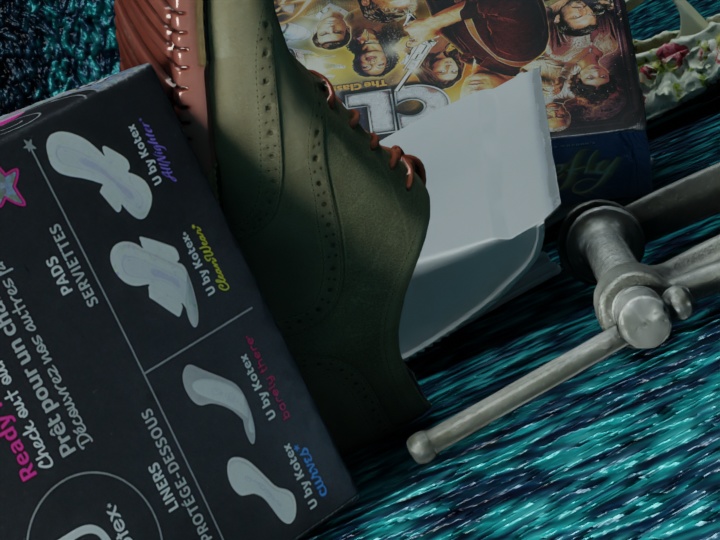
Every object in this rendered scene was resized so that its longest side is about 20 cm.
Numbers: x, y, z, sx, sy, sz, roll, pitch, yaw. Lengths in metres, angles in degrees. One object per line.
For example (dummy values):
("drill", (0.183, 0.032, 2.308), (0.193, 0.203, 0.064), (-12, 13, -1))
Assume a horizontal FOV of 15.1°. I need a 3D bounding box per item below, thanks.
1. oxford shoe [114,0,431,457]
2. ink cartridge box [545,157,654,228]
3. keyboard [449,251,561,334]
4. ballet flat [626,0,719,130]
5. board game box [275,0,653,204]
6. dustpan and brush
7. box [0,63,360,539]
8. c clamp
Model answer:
("oxford shoe", (-0.021, -0.033, 0.745), (0.075, 0.200, 0.071), (-15, 37, -10))
("ink cartridge box", (0.023, -0.038, 1.148), (0.115, 0.068, 0.200), (-30, 7, -23))
("keyboard", (0.000, 0.000, 1.017), (0.056, 0.011, 0.200), (-34, 21, -21))
("ballet flat", (0.158, -0.109, 1.229), (0.199, 0.064, 0.076), (-23, 5, 15))
("board game box", (0.008, -0.074, 1.071), (0.199, 0.035, 0.136), (-6, 41, 2))
("dustpan and brush", (-0.016, 0.014, 0.936), (0.199, 0.057, 0.140), (-23, 23, 10))
("box", (-0.122, 0.043, 0.730), (0.115, 0.132, 0.200), (-32, 10, -39))
("c clamp", (0.096, -0.010, 0.796), (0.170, 0.027, 0.200), (-25, 6, 10))
